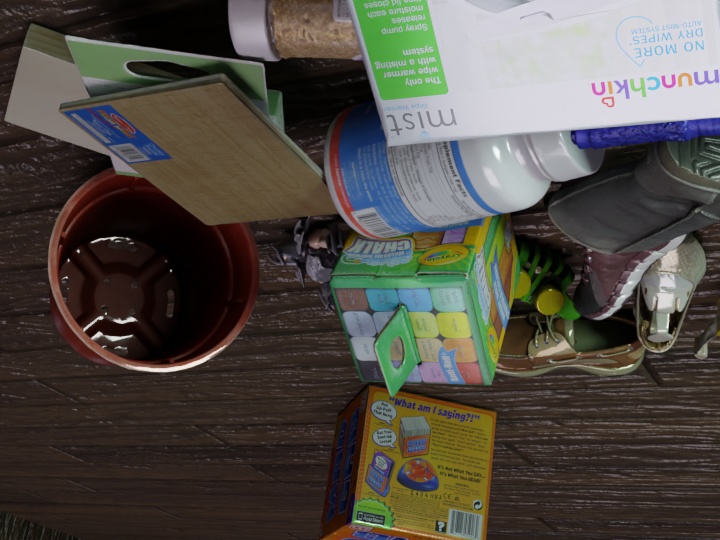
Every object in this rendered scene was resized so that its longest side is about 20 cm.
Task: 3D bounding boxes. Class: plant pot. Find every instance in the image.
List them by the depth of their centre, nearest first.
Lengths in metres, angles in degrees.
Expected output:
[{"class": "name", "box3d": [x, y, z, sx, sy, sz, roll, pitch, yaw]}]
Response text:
[{"class": "plant pot", "box3d": [-0.227, 0.012, 1.078, 0.200, 0.202, 0.195, 18, 162, -20]}]

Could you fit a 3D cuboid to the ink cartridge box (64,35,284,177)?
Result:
[{"class": "ink cartridge box", "box3d": [-0.134, -0.130, 0.826, 0.145, 0.048, 0.200, 8, 155, 2]}]

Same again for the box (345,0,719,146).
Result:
[{"class": "box", "box3d": [0.096, -0.172, 0.585, 0.199, 0.097, 0.177, -2, 126, 22]}]

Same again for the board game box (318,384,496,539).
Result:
[{"class": "board game box", "box3d": [0.068, 0.309, 1.588, 0.199, 0.201, 0.200, 13, 156, -11]}]

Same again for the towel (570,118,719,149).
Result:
[{"class": "towel", "box3d": [0.237, -0.132, 0.666, 0.199, 0.148, 0.050, -3, 121, 25]}]

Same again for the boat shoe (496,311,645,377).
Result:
[{"class": "boat shoe", "box3d": [0.220, 0.072, 1.187, 0.199, 0.076, 0.074, 0, 150, 0]}]

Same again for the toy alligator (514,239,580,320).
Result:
[{"class": "toy alligator", "box3d": [0.147, -0.010, 1.056, 0.199, 0.059, 0.054, 26, 107, -18]}]

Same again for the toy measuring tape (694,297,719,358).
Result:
[{"class": "toy measuring tape", "box3d": [0.394, 0.049, 1.072, 0.073, 0.074, 0.200, 7, 156, 4]}]

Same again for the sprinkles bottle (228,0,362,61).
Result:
[{"class": "sprinkles bottle", "box3d": [0.014, -0.174, 0.716, 0.199, 0.069, 0.068, 3, 155, 11]}]

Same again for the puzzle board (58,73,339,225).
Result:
[{"class": "puzzle board", "box3d": [-0.114, -0.090, 0.836, 0.150, 0.017, 0.200, -3, 155, 28]}]

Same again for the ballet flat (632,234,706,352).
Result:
[{"class": "ballet flat", "box3d": [0.305, 0.026, 1.058, 0.067, 0.063, 0.200, 2, 154, 14]}]

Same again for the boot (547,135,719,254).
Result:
[{"class": "boot", "box3d": [0.250, -0.045, 0.780, 0.181, 0.073, 0.200, 22, 160, -3]}]

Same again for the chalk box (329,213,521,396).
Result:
[{"class": "chalk box", "box3d": [0.057, 0.017, 0.922, 0.123, 0.200, 0.125, -1, 130, 20]}]

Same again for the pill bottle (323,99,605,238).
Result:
[{"class": "pill bottle", "box3d": [0.079, -0.094, 0.815, 0.199, 0.113, 0.112, -11, 149, 36]}]

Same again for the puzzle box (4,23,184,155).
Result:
[{"class": "puzzle box", "box3d": [-0.199, -0.136, 0.924, 0.199, 0.026, 0.133, 18, 154, -19]}]

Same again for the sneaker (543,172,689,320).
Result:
[{"class": "sneaker", "box3d": [0.209, -0.032, 0.968, 0.115, 0.076, 0.200, 18, 144, -7]}]

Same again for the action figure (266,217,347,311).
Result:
[{"class": "action figure", "box3d": [0.000, 0.000, 1.103, 0.199, 0.070, 0.130, 11, 161, 3]}]
